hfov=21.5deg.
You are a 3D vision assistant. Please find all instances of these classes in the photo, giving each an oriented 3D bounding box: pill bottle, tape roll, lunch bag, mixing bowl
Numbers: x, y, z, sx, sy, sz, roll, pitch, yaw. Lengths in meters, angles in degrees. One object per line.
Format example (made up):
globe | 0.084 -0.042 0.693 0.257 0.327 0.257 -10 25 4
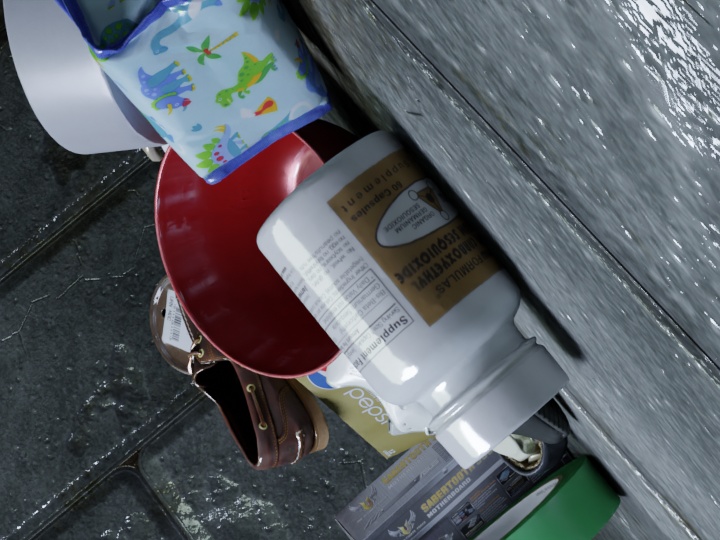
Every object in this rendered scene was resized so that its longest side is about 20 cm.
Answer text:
pill bottle | 0.036 0.021 1.204 0.200 0.114 0.114 51 177 5
tape roll | -0.180 -0.186 1.359 0.200 0.066 0.202 -4 -90 -72
tape roll | 0.125 0.235 1.570 0.048 0.200 0.200 49 176 3
lunch bag | -0.128 -0.185 1.231 0.201 0.127 0.170 64 -173 33
mixing bowl | -0.042 -0.034 1.375 0.199 0.108 0.202 18 119 35

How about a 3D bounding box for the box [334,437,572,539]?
box | 0.095 0.209 1.684 0.159 0.200 0.048 53 173 -38

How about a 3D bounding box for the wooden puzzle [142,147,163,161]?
wooden puzzle | -0.189 -0.208 1.543 0.185 0.037 0.201 -136 48 -61

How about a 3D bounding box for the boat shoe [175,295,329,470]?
boat shoe | -0.103 0.075 1.532 0.200 0.070 0.071 53 147 31

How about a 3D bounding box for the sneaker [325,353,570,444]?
sneaker | 0.064 0.095 1.458 0.199 0.089 0.074 27 -162 -11

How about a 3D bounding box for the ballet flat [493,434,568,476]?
ballet flat | 0.092 0.089 1.537 0.200 0.073 0.073 49 177 -7

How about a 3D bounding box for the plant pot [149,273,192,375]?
plant pot | -0.091 0.033 1.703 0.187 0.187 0.199 50 -148 20

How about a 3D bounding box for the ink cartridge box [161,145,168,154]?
ink cartridge box | -0.147 -0.189 1.621 0.161 0.050 0.202 81 -173 -81

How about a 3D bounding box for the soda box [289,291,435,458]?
soda box | -0.007 0.068 1.521 0.200 0.064 0.068 46 -154 -43
